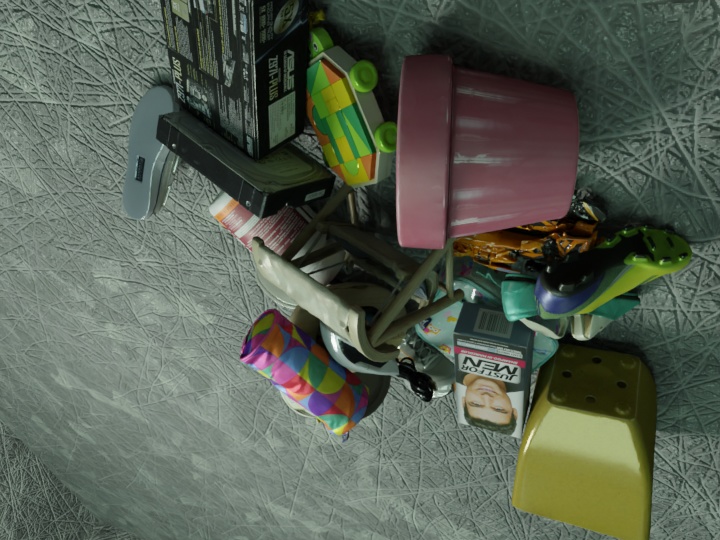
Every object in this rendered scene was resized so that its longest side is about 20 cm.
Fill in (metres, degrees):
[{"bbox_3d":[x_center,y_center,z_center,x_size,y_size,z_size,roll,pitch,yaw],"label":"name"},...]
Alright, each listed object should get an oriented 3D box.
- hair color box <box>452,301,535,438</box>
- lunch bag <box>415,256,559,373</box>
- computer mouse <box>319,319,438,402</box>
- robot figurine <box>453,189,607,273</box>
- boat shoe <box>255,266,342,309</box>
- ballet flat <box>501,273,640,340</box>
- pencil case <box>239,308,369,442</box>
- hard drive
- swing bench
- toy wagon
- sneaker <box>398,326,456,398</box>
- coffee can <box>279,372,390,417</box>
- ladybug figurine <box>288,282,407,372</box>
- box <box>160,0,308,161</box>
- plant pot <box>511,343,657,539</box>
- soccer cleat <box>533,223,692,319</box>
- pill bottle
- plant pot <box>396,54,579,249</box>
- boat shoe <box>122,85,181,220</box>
[{"bbox_3d":[0.185,0.142,0.871,0.096,0.061,0.203,10,136,22],"label":"hair color box"},{"bbox_3d":[0.181,0.072,0.909,0.197,0.078,0.161,31,141,-2],"label":"lunch bag"},{"bbox_3d":[0.015,0.124,0.865,0.197,0.045,0.110,30,-175,-28],"label":"computer mouse"},{"bbox_3d":[0.209,-0.044,0.787,0.195,0.059,0.147,14,140,19],"label":"robot figurine"},{"bbox_3d":[-0.080,0.030,1.038,0.195,0.060,0.076,17,96,14],"label":"boat shoe"},{"bbox_3d":[0.262,0.051,0.790,0.194,0.073,0.067,8,176,-17],"label":"ballet flat"},{"bbox_3d":[-0.074,0.142,0.842,0.087,0.089,0.200,-22,121,43],"label":"pencil case"},{"bbox_3d":[-0.144,-0.145,0.794,0.198,0.139,0.039,36,124,23],"label":"hard drive"},{"bbox_3d":[0.000,0.000,0.803,0.197,0.199,0.132,33,147,35],"label":"swing bench"},{"bbox_3d":[-0.027,-0.198,0.738,0.154,0.039,0.204,2,119,62],"label":"toy wagon"},{"bbox_3d":[0.079,0.122,0.982,0.198,0.075,0.094,29,142,47],"label":"sneaker"},{"bbox_3d":[-0.051,0.174,1.057,0.145,0.148,0.199,37,159,-10],"label":"coffee can"},{"bbox_3d":[-0.020,0.079,0.927,0.072,0.195,0.140,-144,59,-60],"label":"ladybug figurine"},{"bbox_3d":[-0.146,-0.260,0.724,0.162,0.086,0.203,35,143,23],"label":"box"},{"bbox_3d":[0.328,0.222,0.898,0.189,0.197,0.204,8,130,23],"label":"plant pot"},{"bbox_3d":[0.289,0.004,0.729,0.195,0.066,0.085,-16,142,-11],"label":"soccer cleat"},{"bbox_3d":[-0.118,-0.061,0.929,0.200,0.111,0.109,45,138,-17],"label":"pill bottle"},{"bbox_3d":[0.130,-0.124,0.667,0.173,0.203,0.203,1,135,8],"label":"plant pot"},{"bbox_3d":[-0.298,-0.178,0.950,0.073,0.086,0.207,22,111,14],"label":"boat shoe"}]
